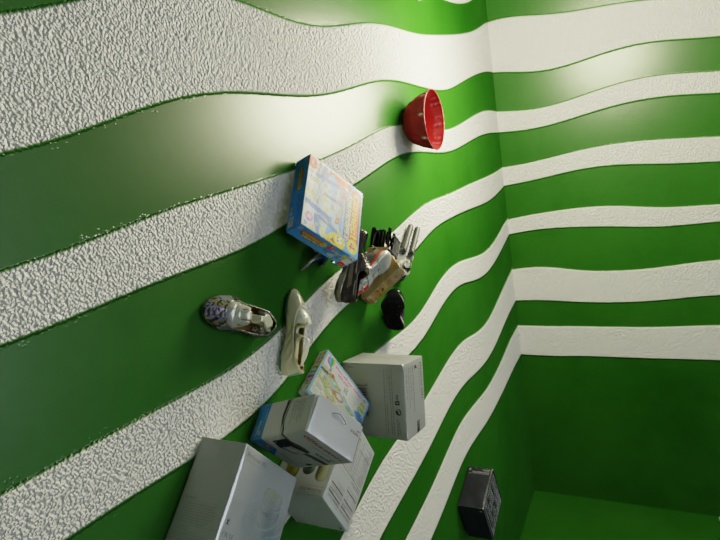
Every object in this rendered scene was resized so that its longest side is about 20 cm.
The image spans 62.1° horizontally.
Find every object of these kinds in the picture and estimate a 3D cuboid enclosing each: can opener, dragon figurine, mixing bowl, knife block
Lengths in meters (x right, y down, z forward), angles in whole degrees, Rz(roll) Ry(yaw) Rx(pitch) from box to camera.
[{"bbox_3d":[0.156,-0.059,2.019,0.068,0.052,0.204,104,4,-56],"label":"can opener"},{"bbox_3d":[-0.083,-0.045,1.533,0.101,0.057,0.203,64,35,-37],"label":"dragon figurine"},{"bbox_3d":[0.210,-0.516,2.073,0.198,0.105,0.208,6,83,-63],"label":"mixing bowl"},{"bbox_3d":[0.046,-0.028,1.786,0.177,0.199,0.064,50,5,29],"label":"knife block"}]

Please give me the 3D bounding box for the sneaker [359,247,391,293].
[{"bbox_3d":[0.000,0.000,1.690,0.198,0.081,0.079,-33,134,-35],"label":"sneaker"}]

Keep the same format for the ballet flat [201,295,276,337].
[{"bbox_3d":[-0.236,0.094,1.223,0.199,0.070,0.075,29,63,-58],"label":"ballet flat"}]

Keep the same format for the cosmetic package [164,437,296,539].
[{"bbox_3d":[-0.239,0.457,1.139,0.201,0.119,0.205,54,42,-47],"label":"cosmetic package"}]

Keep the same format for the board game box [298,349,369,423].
[{"bbox_3d":[-0.062,0.324,1.514,0.202,0.034,0.136,54,40,-21],"label":"board game box"}]

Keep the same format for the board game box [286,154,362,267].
[{"bbox_3d":[-0.083,-0.144,1.462,0.194,0.055,0.206,31,52,-39],"label":"board game box"}]

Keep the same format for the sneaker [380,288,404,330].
[{"bbox_3d":[0.104,0.098,1.852,0.202,0.073,0.090,85,12,-56],"label":"sneaker"}]

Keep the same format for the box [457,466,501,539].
[{"bbox_3d":[0.505,0.978,2.521,0.200,0.120,0.205,-57,135,-48],"label":"box"}]

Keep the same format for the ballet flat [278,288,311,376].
[{"bbox_3d":[-0.144,0.144,1.398,0.069,0.067,0.207,27,64,-58],"label":"ballet flat"}]

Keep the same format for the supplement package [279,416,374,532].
[{"bbox_3d":[-0.084,0.466,1.400,0.153,0.147,0.203,64,37,-36],"label":"supplement package"}]

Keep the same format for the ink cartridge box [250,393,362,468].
[{"bbox_3d":[-0.115,0.343,1.261,0.145,0.197,0.085,41,49,-27],"label":"ink cartridge box"}]

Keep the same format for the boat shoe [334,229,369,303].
[{"bbox_3d":[-0.009,-0.006,1.582,0.075,0.071,0.206,63,43,-74],"label":"boat shoe"}]

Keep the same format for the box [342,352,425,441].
[{"bbox_3d":[0.065,0.341,1.643,0.130,0.194,0.207,-10,97,-60],"label":"box"}]
